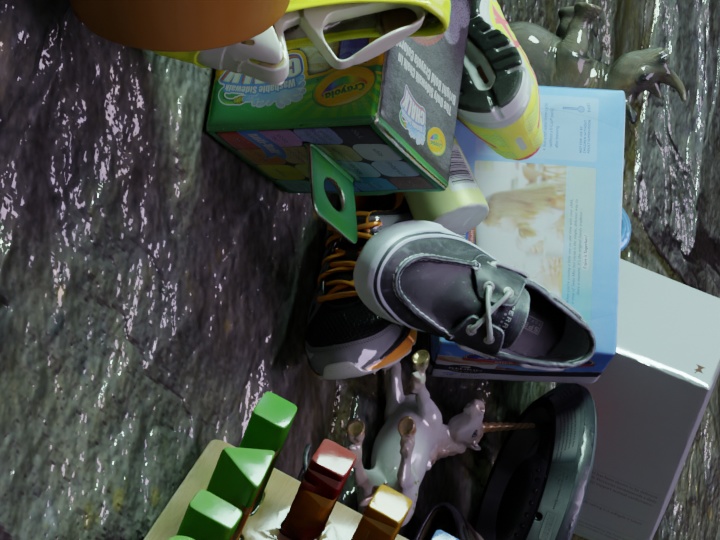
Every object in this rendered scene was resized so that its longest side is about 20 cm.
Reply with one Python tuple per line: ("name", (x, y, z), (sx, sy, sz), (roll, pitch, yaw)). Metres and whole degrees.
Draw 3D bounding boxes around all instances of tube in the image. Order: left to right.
("tube", (0.029, -0.116, 1.587), (0.058, 0.052, 0.200), (118, -47, -61))

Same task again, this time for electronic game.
("electronic game", (0.130, 0.180, 1.731), (0.200, 0.042, 0.201), (-159, -90, -80))

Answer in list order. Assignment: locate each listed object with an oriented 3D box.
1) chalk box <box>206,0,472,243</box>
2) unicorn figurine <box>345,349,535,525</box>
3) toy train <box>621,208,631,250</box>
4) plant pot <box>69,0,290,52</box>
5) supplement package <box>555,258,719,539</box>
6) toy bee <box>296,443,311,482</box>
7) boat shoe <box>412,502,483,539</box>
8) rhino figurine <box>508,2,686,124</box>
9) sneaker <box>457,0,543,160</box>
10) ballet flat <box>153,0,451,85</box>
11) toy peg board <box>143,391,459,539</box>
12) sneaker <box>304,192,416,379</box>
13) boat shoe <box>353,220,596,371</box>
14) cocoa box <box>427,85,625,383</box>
("chalk box", (-0.014, -0.120, 1.472), (0.124, 0.123, 0.201), (40, 55, -58))
("unicorn figurine", (0.038, 0.122, 1.640), (0.200, 0.074, 0.138), (-50, 144, -34))
("toy train", (0.145, -0.079, 1.807), (0.114, 0.087, 0.201), (-2, 80, -26))
("plant pot", (-0.100, -0.229, 1.245), (0.200, 0.200, 0.184), (-54, 151, -50))
("supplement package", (0.218, 0.114, 1.857), (0.117, 0.117, 0.200), (-55, 164, -49))
("toy bee", (-0.021, 0.219, 1.437), (0.131, 0.108, 0.200), (95, 16, -81))
("boat shoe", (0.047, 0.256, 1.646), (0.065, 0.072, 0.200), (60, 35, -36))
("rhino figurine", (0.155, -0.163, 1.753), (0.060, 0.199, 0.088), (39, 70, -85))
("sneaker", (0.078, -0.149, 1.607), (0.090, 0.078, 0.200), (53, 14, -43))
("ballet flat", (-0.038, -0.147, 1.356), (0.067, 0.199, 0.067), (114, -40, -67))
("toy peg board", (-0.031, 0.182, 1.317), (0.200, 0.199, 0.098), (-57, 172, -48))
("sneaker", (0.000, 0.000, 1.555), (0.200, 0.078, 0.077), (-74, 151, -51))
("boat shoe", (0.081, 0.024, 1.508), (0.200, 0.068, 0.072), (26, 91, -43))
("cocoa box", (0.121, -0.026, 1.679), (0.131, 0.133, 0.201), (100, -6, -78))
